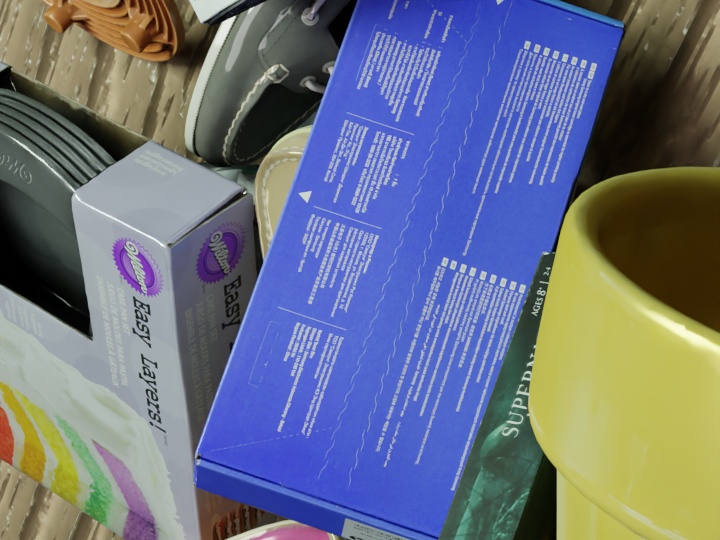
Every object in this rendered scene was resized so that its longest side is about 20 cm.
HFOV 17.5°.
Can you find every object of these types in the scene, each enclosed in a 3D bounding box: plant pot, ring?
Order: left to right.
[{"bbox_3d":[-0.156,-0.158,1.006,0.200,0.019,0.200,39,166,12],"label":"ring"},{"bbox_3d":[0.139,0.089,0.706,0.201,0.200,0.189,29,116,39],"label":"plant pot"}]

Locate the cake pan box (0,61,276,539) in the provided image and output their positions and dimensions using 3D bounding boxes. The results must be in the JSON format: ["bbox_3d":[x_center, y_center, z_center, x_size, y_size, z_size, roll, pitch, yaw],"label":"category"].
[{"bbox_3d":[-0.119,0.013,0.956,0.184,0.052,0.200,27,138,29],"label":"cake pan box"}]

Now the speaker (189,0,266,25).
[{"bbox_3d":[-0.066,-0.191,0.811,0.081,0.081,0.200,-23,95,46],"label":"speaker"}]

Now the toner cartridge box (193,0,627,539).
[{"bbox_3d":[0.018,-0.006,0.808,0.043,0.095,0.200,109,-179,-72],"label":"toner cartridge box"}]

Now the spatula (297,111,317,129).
[{"bbox_3d":[-0.009,-0.099,0.958,0.056,0.021,0.200,33,123,32],"label":"spatula"}]

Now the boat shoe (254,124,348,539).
[{"bbox_3d":[0.001,0.043,0.843,0.072,0.065,0.200,-24,82,43],"label":"boat shoe"}]

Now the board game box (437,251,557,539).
[{"bbox_3d":[0.058,0.114,0.780,0.028,0.135,0.200,9,61,26],"label":"board game box"}]

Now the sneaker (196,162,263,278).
[{"bbox_3d":[0.000,0.000,0.923,0.200,0.074,0.088,1,92,44],"label":"sneaker"}]

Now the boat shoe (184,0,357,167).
[{"bbox_3d":[0.006,-0.111,0.880,0.057,0.067,0.200,41,105,21],"label":"boat shoe"}]

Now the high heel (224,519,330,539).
[{"bbox_3d":[0.009,0.141,0.907,0.200,0.067,0.096,-14,77,7],"label":"high heel"}]
